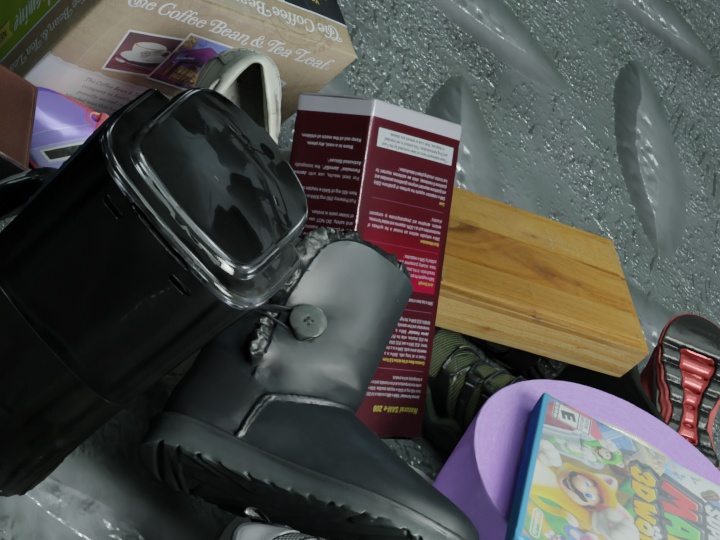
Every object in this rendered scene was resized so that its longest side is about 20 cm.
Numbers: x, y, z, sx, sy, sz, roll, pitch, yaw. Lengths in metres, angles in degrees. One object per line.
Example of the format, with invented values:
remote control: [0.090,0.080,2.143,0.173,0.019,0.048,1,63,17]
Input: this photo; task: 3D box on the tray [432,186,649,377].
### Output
tray: [0.105,0.003,1.374,0.199,0.037,0.099,16,46,-36]

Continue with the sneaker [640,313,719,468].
sneaker: [0.226,0.134,1.510,0.073,0.087,0.201,23,60,-4]

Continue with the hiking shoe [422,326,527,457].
hiking shoe: [0.099,0.093,1.354,0.075,0.100,0.201,-11,67,-56]

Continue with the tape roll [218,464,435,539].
tape roll: [0.010,0.205,1.158,0.202,0.071,0.204,33,36,-28]

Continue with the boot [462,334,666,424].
boot: [0.134,0.069,1.441,0.158,0.079,0.212,39,23,-33]

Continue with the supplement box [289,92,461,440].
supplement box: [0.000,0.000,1.247,0.109,0.060,0.202,10,87,-57]

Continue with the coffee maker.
coffee maker: [-0.135,0.022,1.027,0.134,0.200,0.193,35,35,-24]

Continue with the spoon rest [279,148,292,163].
spoon rest: [-0.037,-0.046,1.336,0.199,0.099,0.061,28,59,-48]

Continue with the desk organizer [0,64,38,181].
desk organizer: [-0.274,-0.105,1.098,0.199,0.072,0.077,33,34,-29]

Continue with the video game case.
video game case: [0.178,0.158,1.143,0.199,0.018,0.143,29,31,-4]

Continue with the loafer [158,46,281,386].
loafer: [-0.090,-0.031,1.177,0.069,0.202,0.070,12,-1,-12]

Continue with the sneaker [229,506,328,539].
sneaker: [-0.076,0.216,1.029,0.201,0.139,0.078,-60,157,-19]

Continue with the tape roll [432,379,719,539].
tape roll: [0.140,0.157,1.191,0.199,0.066,0.201,21,33,-14]

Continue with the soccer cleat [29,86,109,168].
soccer cleat: [-0.126,-0.055,1.233,0.200,0.076,0.067,40,34,-20]

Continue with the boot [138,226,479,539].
boot: [-0.002,0.066,1.099,0.199,0.077,0.169,22,60,7]

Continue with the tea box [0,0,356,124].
tea box: [-0.136,-0.199,1.309,0.199,0.133,0.198,15,47,-45]
